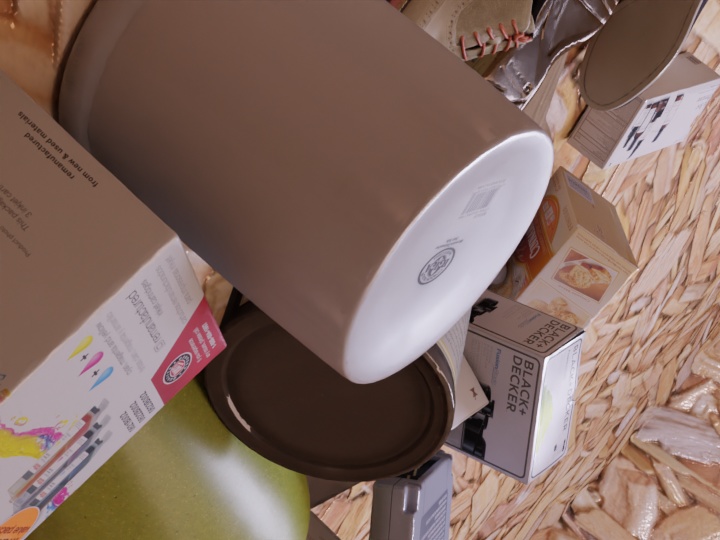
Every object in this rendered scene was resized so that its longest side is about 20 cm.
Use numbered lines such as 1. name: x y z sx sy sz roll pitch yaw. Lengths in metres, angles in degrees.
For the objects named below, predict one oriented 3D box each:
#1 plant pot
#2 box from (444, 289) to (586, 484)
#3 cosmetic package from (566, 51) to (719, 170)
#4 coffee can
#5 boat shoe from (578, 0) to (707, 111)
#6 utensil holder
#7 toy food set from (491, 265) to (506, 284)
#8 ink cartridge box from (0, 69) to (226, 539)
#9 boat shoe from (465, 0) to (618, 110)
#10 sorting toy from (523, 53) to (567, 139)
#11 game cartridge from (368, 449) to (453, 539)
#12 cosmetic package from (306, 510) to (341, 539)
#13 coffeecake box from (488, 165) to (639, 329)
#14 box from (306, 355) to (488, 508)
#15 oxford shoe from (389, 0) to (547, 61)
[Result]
1. plant pot: -0.141 0.109 1.020 0.187 0.187 0.201 -43 147 -18
2. box: 0.071 0.071 1.313 0.060 0.199 0.118 -28 132 -47
3. cosmetic package: 0.279 -0.156 1.619 0.200 0.051 0.083 -21 148 -55
4. coffee can: 0.000 0.004 1.015 0.201 0.145 0.147 -74 -175 -46
5. boat shoe: 0.260 -0.218 1.421 0.201 0.072 0.063 -57 157 10
6. utensil holder: -0.026 -0.064 0.855 0.170 0.200 0.170 -41 158 -20
7. toy food set: 0.061 0.029 1.467 0.200 0.060 0.143 -52 162 7
8. ink cartridge box: -0.189 0.035 0.773 0.200 0.145 0.146 -44 161 -12
9. boat shoe: 0.122 -0.184 1.208 0.200 0.063 0.073 -48 135 -12
10. sorting toy: 0.119 -0.101 1.319 0.200 0.036 0.186 92 22 -60
11. game cartridge: 0.035 0.206 1.200 0.200 0.040 0.135 -3 94 -79
12. cosmetic package: -0.079 0.270 1.208 0.200 0.085 0.108 -47 161 -6
13. coffeecake box: 0.153 0.024 1.525 0.200 0.073 0.154 -51 -166 18
14. box: -0.023 0.116 1.280 0.200 0.098 0.124 -33 175 40
15. oxford shoe: 0.073 -0.166 1.087 0.200 0.075 0.071 -46 162 -8
